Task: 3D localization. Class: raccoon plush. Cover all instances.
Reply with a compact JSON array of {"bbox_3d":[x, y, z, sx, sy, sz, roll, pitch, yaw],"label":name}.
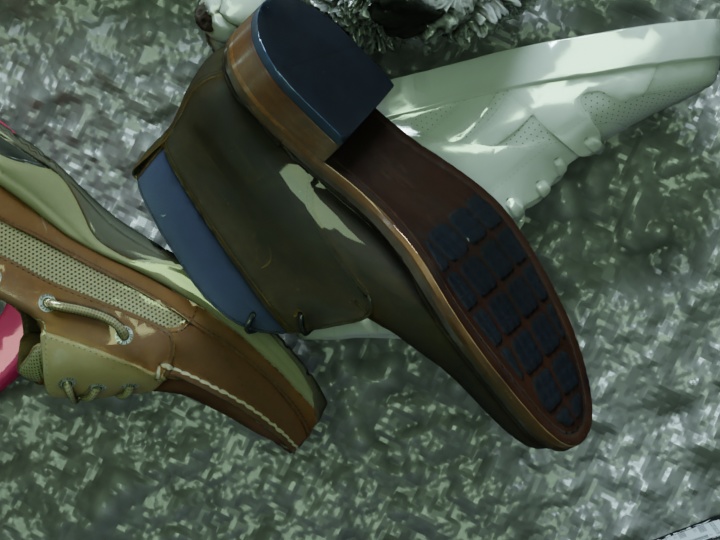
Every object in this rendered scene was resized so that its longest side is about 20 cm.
[{"bbox_3d":[0.028,-0.117,0.820,0.200,0.134,0.097,3,74,-29],"label":"raccoon plush"}]

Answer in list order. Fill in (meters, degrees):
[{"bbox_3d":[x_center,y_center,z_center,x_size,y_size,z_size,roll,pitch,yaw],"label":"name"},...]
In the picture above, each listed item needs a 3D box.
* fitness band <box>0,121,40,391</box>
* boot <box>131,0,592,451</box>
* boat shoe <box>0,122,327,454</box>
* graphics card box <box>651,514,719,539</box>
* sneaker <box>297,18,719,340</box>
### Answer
[{"bbox_3d":[-0.216,0.011,0.835,0.200,0.037,0.144,-37,86,2],"label":"fitness band"},{"bbox_3d":[0.000,0.000,0.762,0.097,0.075,0.200,-36,91,36],"label":"boot"},{"bbox_3d":[-0.108,0.015,0.791,0.200,0.076,0.074,37,80,-13],"label":"boat shoe"},{"bbox_3d":[0.141,0.161,0.724,0.051,0.200,0.126,-22,85,3],"label":"graphics card box"},{"bbox_3d":[0.058,-0.029,0.806,0.200,0.074,0.116,-15,89,12],"label":"sneaker"}]
